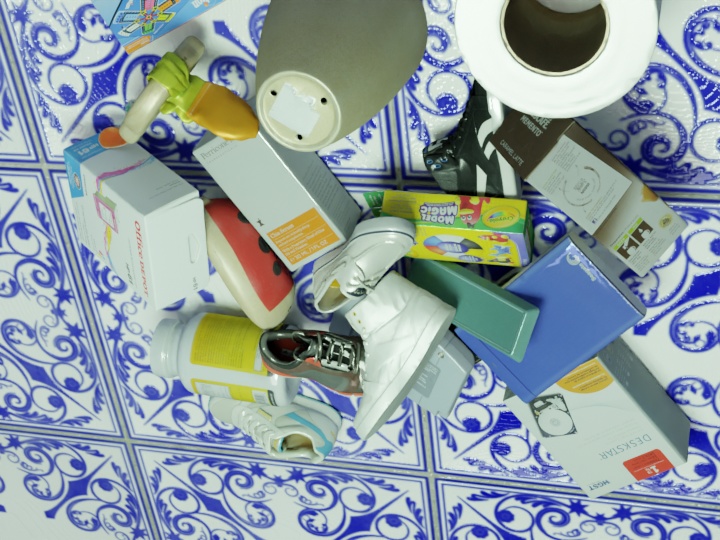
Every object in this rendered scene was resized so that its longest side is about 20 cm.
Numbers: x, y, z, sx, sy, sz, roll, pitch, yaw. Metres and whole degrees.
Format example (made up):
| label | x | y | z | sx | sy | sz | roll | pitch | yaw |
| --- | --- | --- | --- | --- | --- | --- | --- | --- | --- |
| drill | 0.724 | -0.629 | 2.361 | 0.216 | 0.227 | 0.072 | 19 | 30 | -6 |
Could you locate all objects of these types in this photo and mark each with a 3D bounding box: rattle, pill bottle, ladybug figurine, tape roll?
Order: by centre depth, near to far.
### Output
| label | x | y | z | sx | sy | sz | roll | pitch | yaw |
| --- | --- | --- | --- | --- | --- | --- | --- | --- | --- |
| tape roll | 0.203 | -0.275 | 1.215 | 0.199 | 0.140 | 0.205 | 9 | 128 | 12 |
| rattle | -0.218 | -0.175 | 1.452 | 0.141 | 0.132 | 0.200 | 25 | 136 | -20 |
| ladybug figurine | -0.144 | -0.016 | 1.546 | 0.071 | 0.136 | 0.201 | -30 | 119 | 3 |
| pill bottle | -0.183 | 0.118 | 1.662 | 0.197 | 0.113 | 0.113 | 8 | 128 | 13 |

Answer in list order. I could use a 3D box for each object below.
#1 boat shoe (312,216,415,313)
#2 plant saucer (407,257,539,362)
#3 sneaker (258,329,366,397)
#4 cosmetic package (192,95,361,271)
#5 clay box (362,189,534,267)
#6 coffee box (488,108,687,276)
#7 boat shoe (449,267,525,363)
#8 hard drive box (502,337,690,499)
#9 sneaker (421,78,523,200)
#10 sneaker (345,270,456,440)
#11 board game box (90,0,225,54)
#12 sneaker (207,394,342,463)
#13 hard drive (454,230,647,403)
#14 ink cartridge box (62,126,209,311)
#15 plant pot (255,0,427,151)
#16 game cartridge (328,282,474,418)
| label | x | y | z | sx | sy | sz | roll | pitch | yaw |
| --- | --- | --- | --- | --- | --- | --- | --- | --- | --- |
| boat shoe | 0.000 | 0.000 | 1.442 | 0.070 | 0.071 | 0.199 | 19 | 151 | -28 |
| plant saucer | 0.128 | 0.038 | 1.473 | 0.199 | 0.019 | 0.071 | 30 | 109 | 39 |
| sneaker | -0.040 | 0.112 | 1.536 | 0.197 | 0.078 | 0.082 | 3 | 164 | 11 |
| cosmetic package | -0.100 | -0.108 | 1.489 | 0.101 | 0.072 | 0.201 | -26 | 114 | 33 |
| clay box | 0.104 | -0.050 | 1.447 | 0.197 | 0.048 | 0.115 | 4 | 161 | 15 |
| coffee box | 0.246 | -0.096 | 1.310 | 0.199 | 0.115 | 0.080 | 35 | 103 | -30 |
| boat shoe | 0.161 | 0.077 | 1.544 | 0.074 | 0.066 | 0.199 | 39 | 128 | -13 |
| hard drive box | 0.307 | 0.183 | 1.570 | 0.155 | 0.077 | 0.200 | -31 | 112 | 35 |
| sneaker | 0.118 | -0.158 | 1.375 | 0.110 | 0.073 | 0.202 | -1 | 127 | 17 |
| sneaker | 0.021 | 0.099 | 1.489 | 0.115 | 0.074 | 0.202 | 34 | 103 | 13 |
| board game box | -0.223 | -0.333 | 1.393 | 0.198 | 0.020 | 0.104 | -20 | 116 | 30 |
| sneaker | -0.130 | 0.217 | 1.741 | 0.197 | 0.081 | 0.077 | 13 | 131 | 11 |
| hard drive | 0.225 | 0.060 | 1.454 | 0.132 | 0.025 | 0.200 | 45 | 123 | -5 |
| ink cartridge box | -0.279 | -0.066 | 1.510 | 0.199 | 0.084 | 0.146 | 34 | 140 | 37 |
| plant pot | -0.039 | -0.219 | 1.300 | 0.184 | 0.201 | 0.189 | 9 | 129 | 12 |
| game cartridge | 0.053 | 0.096 | 1.576 | 0.199 | 0.040 | 0.134 | 35 | 143 | 13 |
